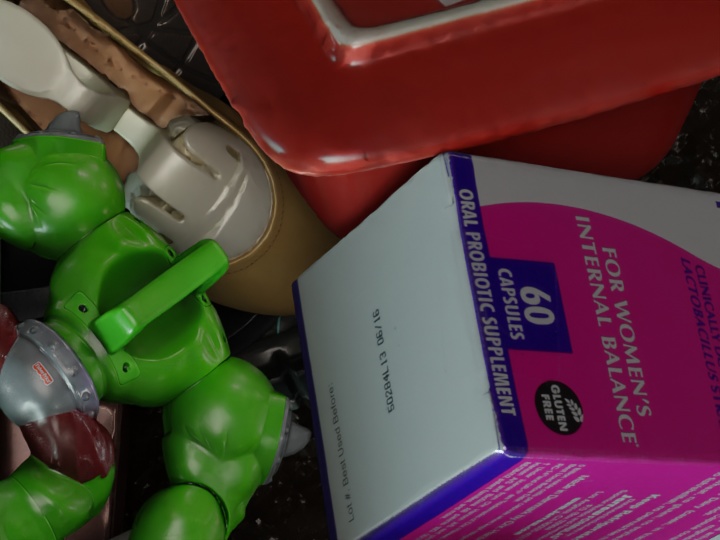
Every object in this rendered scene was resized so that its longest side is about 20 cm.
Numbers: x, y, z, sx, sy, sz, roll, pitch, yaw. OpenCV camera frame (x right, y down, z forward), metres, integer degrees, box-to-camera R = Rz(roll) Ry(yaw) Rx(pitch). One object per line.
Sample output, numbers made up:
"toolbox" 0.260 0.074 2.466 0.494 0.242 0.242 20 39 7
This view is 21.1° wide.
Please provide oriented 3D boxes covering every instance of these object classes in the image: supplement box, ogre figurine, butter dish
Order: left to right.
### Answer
"ogre figurine" -0.099 0.037 0.644 0.120 0.098 0.200 -37 73 -21
"butter dish" 0.031 -0.079 0.708 0.199 0.200 0.148 -16 137 -15
"supplement box" 0.092 0.037 0.655 0.199 0.103 0.102 6 61 -32

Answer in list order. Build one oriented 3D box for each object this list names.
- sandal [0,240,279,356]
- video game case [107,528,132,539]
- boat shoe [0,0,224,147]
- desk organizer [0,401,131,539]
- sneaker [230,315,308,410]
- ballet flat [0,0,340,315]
"sandal" -0.121 -0.005 0.764 0.199 0.043 0.076 5 65 11
"video game case" -0.070 0.176 0.639 0.182 0.200 0.023 42 114 16
"boat shoe" -0.075 -0.106 0.779 0.199 0.073 0.075 -25 114 -10
"desk organizer" -0.193 0.083 0.782 0.199 0.072 0.077 4 90 -3
"sneaker" 0.000 0.000 0.798 0.199 0.075 0.080 -21 71 -1
"ballet flat" -0.088 -0.048 0.701 0.200 0.063 0.069 38 94 -6
